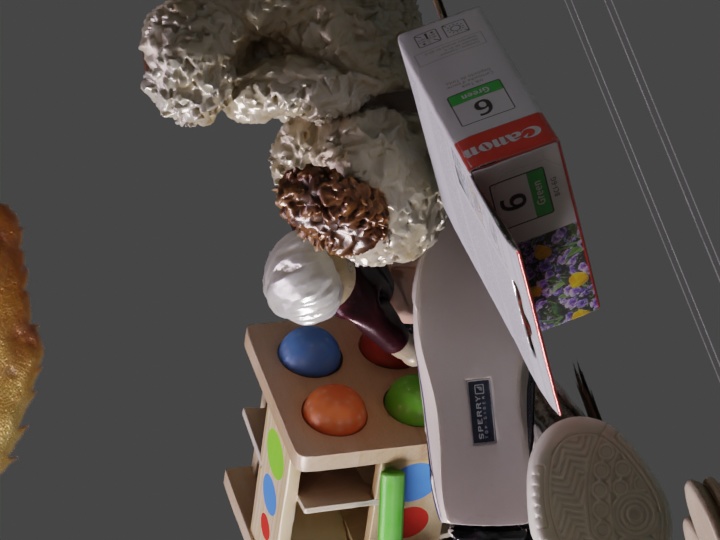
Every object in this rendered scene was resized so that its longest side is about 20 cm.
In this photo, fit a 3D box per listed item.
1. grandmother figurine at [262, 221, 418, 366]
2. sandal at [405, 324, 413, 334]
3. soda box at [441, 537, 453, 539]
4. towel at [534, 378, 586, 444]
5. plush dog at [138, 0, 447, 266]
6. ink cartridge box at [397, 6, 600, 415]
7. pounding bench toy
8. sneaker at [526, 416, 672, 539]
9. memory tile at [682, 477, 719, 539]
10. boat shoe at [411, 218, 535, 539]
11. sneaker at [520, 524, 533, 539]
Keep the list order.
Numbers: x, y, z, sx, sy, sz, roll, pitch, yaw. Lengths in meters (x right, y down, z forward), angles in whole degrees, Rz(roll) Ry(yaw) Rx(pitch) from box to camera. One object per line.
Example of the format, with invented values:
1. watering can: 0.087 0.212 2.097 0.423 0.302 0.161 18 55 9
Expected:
1. grandmother figurine: 0.000 0.000 1.710 0.121 0.061 0.200 45 -163 15
2. sandal: 0.018 0.008 1.860 0.075 0.045 0.200 74 175 -51
3. soda box: 0.060 0.204 1.991 0.063 0.200 0.071 17 -148 -33
4. towel: 0.133 0.145 1.718 0.200 0.034 0.133 -123 14 -76
5. plush dog: -0.003 -0.085 1.618 0.200 0.160 0.172 -7 -104 -67
6. ink cartridge box: 0.077 -0.032 1.465 0.200 0.050 0.109 -116 7 -52
7. pounding bench toy: 0.006 0.138 1.878 0.200 0.124 0.156 -115 26 -45
8. sneaker: 0.132 0.175 1.533 0.200 0.077 0.111 63 167 6
9. memory tile: 0.181 0.185 1.351 0.200 0.017 0.153 80 169 -68
10. boat shoe: 0.062 0.059 1.700 0.093 0.075 0.200 149 123 -83
11. sneaker: 0.088 0.221 1.806 0.104 0.060 0.200 111 154 -43
